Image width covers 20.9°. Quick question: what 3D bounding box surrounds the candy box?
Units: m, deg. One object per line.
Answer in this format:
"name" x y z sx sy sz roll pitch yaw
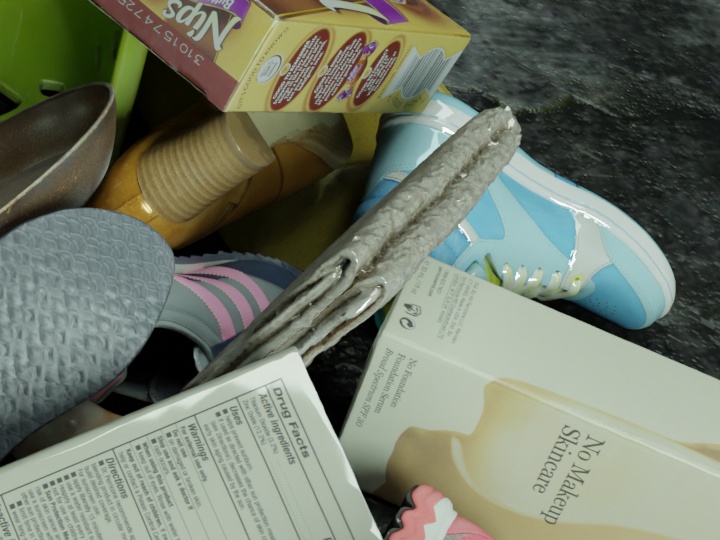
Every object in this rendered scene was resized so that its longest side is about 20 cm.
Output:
"candy box" -0.041 -0.131 0.958 0.117 0.056 0.200 40 23 20

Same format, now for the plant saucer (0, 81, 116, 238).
"plant saucer" -0.189 -0.017 0.892 0.032 0.200 0.200 58 34 -18

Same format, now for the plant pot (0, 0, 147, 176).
"plant pot" -0.210 -0.181 1.048 0.199 0.200 0.182 11 33 -13

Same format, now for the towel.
"towel" 0.000 0.000 0.881 0.034 0.133 0.200 48 34 -3

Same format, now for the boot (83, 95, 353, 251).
"boot" -0.092 -0.047 0.998 0.071 0.144 0.201 60 20 -2

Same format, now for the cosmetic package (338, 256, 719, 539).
"cosmetic package" 0.095 0.084 0.941 0.200 0.105 0.071 22 38 3

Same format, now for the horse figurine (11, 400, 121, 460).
"horse figurine" -0.150 0.083 0.868 0.200 0.050 0.133 29 44 6

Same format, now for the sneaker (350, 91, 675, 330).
"sneaker" 0.075 0.006 1.061 0.200 0.080 0.131 32 60 -14

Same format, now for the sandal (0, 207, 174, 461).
"sandal" -0.160 0.050 0.806 0.076 0.043 0.200 45 81 -9

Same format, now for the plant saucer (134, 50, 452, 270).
"plant saucer" -0.017 -0.090 1.143 0.200 0.048 0.200 -7 46 -33

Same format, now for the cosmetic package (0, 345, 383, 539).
"cosmetic package" -0.097 0.119 0.748 0.200 0.073 0.104 -21 74 -13

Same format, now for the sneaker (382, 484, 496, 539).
"sneaker" 0.027 0.173 0.824 0.087 0.074 0.200 28 39 2

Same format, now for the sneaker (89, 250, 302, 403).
"sneaker" -0.080 0.036 0.921 0.200 0.070 0.082 7 46 -51
